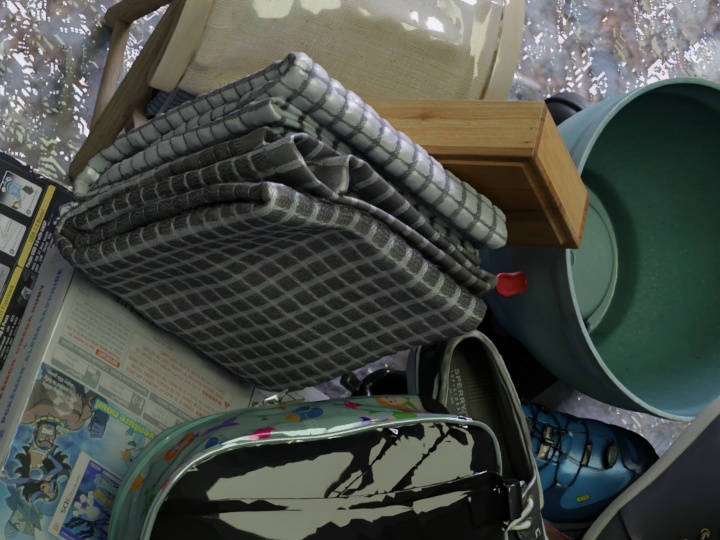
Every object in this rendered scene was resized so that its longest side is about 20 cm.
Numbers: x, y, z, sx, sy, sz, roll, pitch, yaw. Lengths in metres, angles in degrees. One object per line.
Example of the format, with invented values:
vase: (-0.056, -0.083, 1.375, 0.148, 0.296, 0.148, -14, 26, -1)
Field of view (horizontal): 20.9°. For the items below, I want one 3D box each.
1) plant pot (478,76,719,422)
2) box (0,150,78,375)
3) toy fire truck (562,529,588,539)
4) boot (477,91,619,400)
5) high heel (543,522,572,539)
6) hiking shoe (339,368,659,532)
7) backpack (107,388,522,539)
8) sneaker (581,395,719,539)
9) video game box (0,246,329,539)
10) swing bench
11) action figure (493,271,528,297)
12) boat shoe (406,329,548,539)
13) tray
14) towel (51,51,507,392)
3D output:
plant pot: (0.156, -0.009, 1.184, 0.200, 0.134, 0.201, 2, 86, -35)
box: (-0.237, 0.023, 1.089, 0.161, 0.049, 0.201, 27, 62, -20)
toy fire truck: (0.180, 0.206, 1.204, 0.141, 0.049, 0.200, 18, 59, 16)
boot: (0.106, -0.010, 1.281, 0.200, 0.066, 0.165, -30, 86, -28)
high heel: (0.116, 0.174, 1.143, 0.199, 0.096, 0.067, 20, 60, 17)
hiking shoe: (0.084, 0.106, 1.166, 0.199, 0.087, 0.075, 8, 67, 2)
backpack: (-0.033, 0.153, 1.014, 0.199, 0.150, 0.178, -6, 98, -24)
sneaker: (0.190, 0.155, 1.076, 0.075, 0.106, 0.200, 40, 82, -24)
video game box: (-0.119, 0.110, 1.092, 0.200, 0.047, 0.183, 36, 55, -32)
swing bench: (-0.039, -0.112, 1.153, 0.198, 0.200, 0.130, 18, 65, -21)
action figure: (0.000, 0.000, 1.146, 0.052, 0.200, 0.066, 0, 82, -54)
boat shoe: (0.066, 0.127, 1.090, 0.072, 0.071, 0.201, -16, 90, -7)
tray: (0.014, -0.052, 1.056, 0.099, 0.199, 0.037, 54, 44, -55)
towel: (-0.043, -0.012, 1.025, 0.165, 0.200, 0.086, 37, 55, -31)
